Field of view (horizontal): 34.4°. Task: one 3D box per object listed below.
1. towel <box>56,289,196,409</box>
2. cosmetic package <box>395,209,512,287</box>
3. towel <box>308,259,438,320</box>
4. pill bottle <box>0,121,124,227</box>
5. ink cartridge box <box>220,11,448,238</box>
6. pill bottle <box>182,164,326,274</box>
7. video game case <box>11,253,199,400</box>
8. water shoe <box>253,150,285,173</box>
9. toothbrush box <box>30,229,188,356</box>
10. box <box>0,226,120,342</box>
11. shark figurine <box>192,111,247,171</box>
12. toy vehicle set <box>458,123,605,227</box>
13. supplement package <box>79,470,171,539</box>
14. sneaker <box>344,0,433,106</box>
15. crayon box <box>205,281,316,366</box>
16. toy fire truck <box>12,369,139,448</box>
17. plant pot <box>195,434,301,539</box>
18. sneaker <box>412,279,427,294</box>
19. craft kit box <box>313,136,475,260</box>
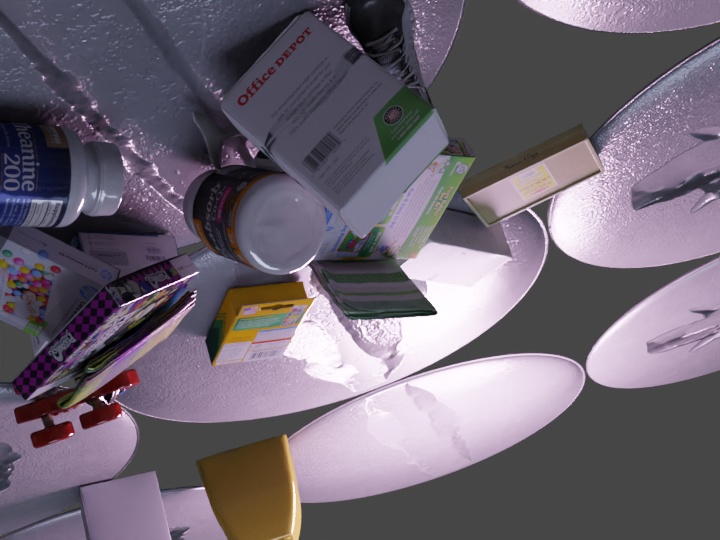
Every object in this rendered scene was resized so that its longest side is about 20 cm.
[{"bbox_3d":[-0.303,0.104,1.520,0.200,0.023,0.144,-39,178,-36],"label":"towel"},{"bbox_3d":[0.130,-0.035,1.775,0.199,0.075,0.102,9,143,-43],"label":"cosmetic package"},{"bbox_3d":[0.000,0.000,1.623,0.151,0.200,0.024,-1,126,-33],"label":"towel"},{"bbox_3d":[-0.364,-0.103,1.261,0.199,0.112,0.111,0,149,-34],"label":"pill bottle"},{"bbox_3d":[-0.029,-0.157,1.239,0.146,0.200,0.084,-47,155,-3],"label":"ink cartridge box"},{"bbox_3d":[-0.133,-0.066,1.390,0.115,0.118,0.199,-2,-170,-31],"label":"pill bottle"},{"bbox_3d":[-0.312,0.067,1.434,0.200,0.036,0.181,-42,175,25],"label":"video game case"},{"bbox_3d":[-0.032,-0.120,1.430,0.198,0.072,0.080,-2,122,9],"label":"water shoe"},{"bbox_3d":[-0.347,0.036,1.576,0.145,0.086,0.200,2,147,-37],"label":"toothbrush box"},{"bbox_3d":[-0.417,0.008,1.427,0.199,0.041,0.156,28,135,-20],"label":"box"},{"bbox_3d":[-0.086,-0.183,1.365,0.212,0.129,0.090,3,126,-4],"label":"shark figurine"},{"bbox_3d":[0.253,-0.136,1.710,0.199,0.027,0.124,-25,154,13],"label":"toy vehicle set"},{"bbox_3d":[-0.468,0.527,2.330,0.154,0.201,0.111,-10,154,-19],"label":"supplement package"},{"bbox_3d":[0.044,-0.225,1.291,0.074,0.116,0.200,-21,155,6],"label":"sneaker"},{"bbox_3d":[-0.159,0.077,1.825,0.125,0.052,0.200,-6,152,-25],"label":"crayon box"},{"bbox_3d":[-0.440,0.195,1.829,0.198,0.113,0.168,-20,178,5],"label":"toy fire truck"},{"bbox_3d":[-0.217,0.489,2.426,0.194,0.201,0.195,-15,154,-6],"label":"plant pot"},{"bbox_3d":[0.041,0.035,1.820,0.078,0.100,0.199,-34,150,30],"label":"sneaker"},{"bbox_3d":[0.030,-0.097,1.574,0.196,0.049,0.201,2,135,-32],"label":"craft kit box"}]
